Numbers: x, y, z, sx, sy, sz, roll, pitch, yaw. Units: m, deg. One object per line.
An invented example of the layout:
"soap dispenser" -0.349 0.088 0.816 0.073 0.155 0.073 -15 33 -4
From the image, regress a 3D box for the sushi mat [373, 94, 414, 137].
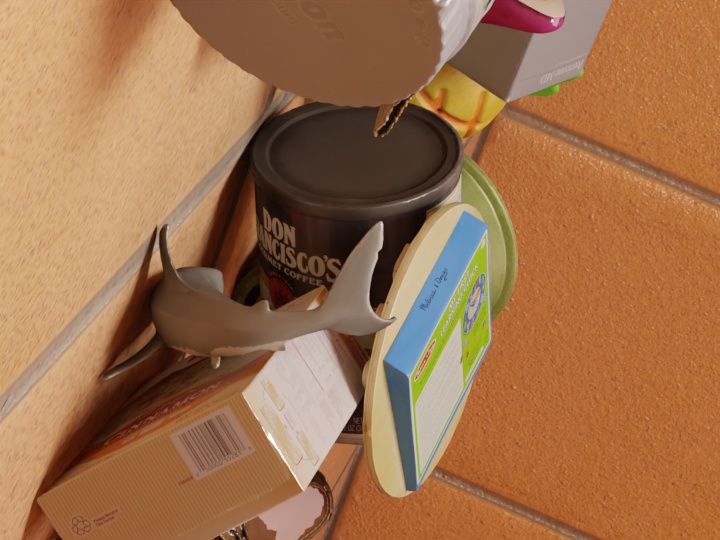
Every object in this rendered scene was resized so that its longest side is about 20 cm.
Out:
"sushi mat" 0.045 -0.188 1.496 0.096 0.012 0.200 127 -20 -52

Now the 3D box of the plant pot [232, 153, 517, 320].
"plant pot" -0.006 0.009 1.789 0.190 0.200 0.200 -40 156 -48

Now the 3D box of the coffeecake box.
"coffeecake box" -0.089 0.101 1.389 0.153 0.073 0.200 -28 -171 20

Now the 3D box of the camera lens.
"camera lens" 0.009 -0.197 1.039 0.160 0.160 0.200 104 11 -59

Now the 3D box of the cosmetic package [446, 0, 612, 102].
"cosmetic package" 0.129 -0.224 1.518 0.107 0.090 0.200 -26 142 -48

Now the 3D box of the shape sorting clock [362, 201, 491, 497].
"shape sorting clock" 0.044 0.052 1.482 0.200 0.039 0.200 17 90 -72

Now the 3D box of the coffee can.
"coffee can" 0.000 0.000 1.570 0.146 0.146 0.200 -60 154 -51

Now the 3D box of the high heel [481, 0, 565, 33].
"high heel" 0.046 -0.167 1.409 0.067 0.200 0.096 -6 122 -42

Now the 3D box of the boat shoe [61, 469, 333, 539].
"boat shoe" -0.098 0.183 1.458 0.068 0.200 0.072 18 -55 61

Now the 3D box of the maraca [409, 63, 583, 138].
"maraca" 0.065 -0.147 1.682 0.137 0.200 0.107 39 47 -71

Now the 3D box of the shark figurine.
"shark figurine" -0.084 0.010 1.335 0.128 0.214 0.090 -26 107 -34
